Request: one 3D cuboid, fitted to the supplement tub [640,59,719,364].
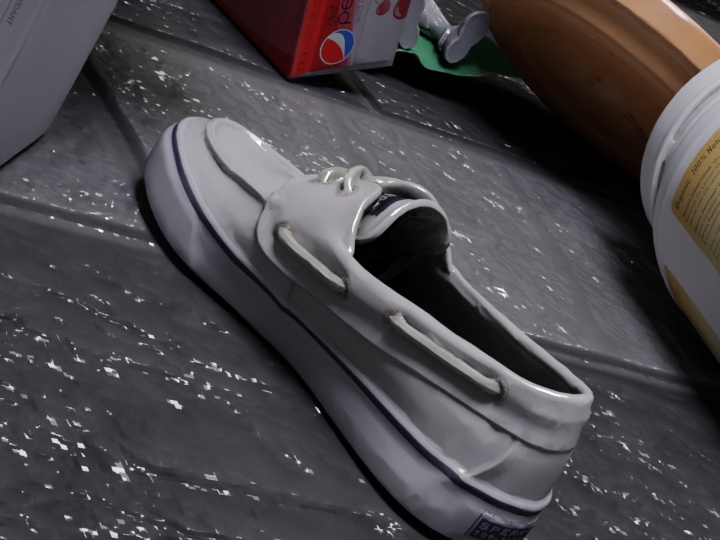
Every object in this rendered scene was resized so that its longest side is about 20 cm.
[{"bbox_3d":[0.211,-0.003,0.766,0.144,0.145,0.200,21,24,-25],"label":"supplement tub"}]

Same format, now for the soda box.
[{"bbox_3d":[-0.053,-0.177,0.873,0.063,0.070,0.200,-12,44,-34],"label":"soda box"}]

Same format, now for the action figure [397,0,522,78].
[{"bbox_3d":[0.001,-0.168,0.977,0.118,0.055,0.200,14,23,-33],"label":"action figure"}]

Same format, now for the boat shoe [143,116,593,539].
[{"bbox_3d":[0.000,0.000,0.575,0.072,0.066,0.200,10,30,-43],"label":"boat shoe"}]

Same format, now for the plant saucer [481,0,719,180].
[{"bbox_3d":[0.135,-0.096,0.923,0.200,0.032,0.200,40,-7,6],"label":"plant saucer"}]

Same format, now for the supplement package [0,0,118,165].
[{"bbox_3d":[-0.173,-0.126,0.551,0.200,0.114,0.110,33,21,-2],"label":"supplement package"}]
